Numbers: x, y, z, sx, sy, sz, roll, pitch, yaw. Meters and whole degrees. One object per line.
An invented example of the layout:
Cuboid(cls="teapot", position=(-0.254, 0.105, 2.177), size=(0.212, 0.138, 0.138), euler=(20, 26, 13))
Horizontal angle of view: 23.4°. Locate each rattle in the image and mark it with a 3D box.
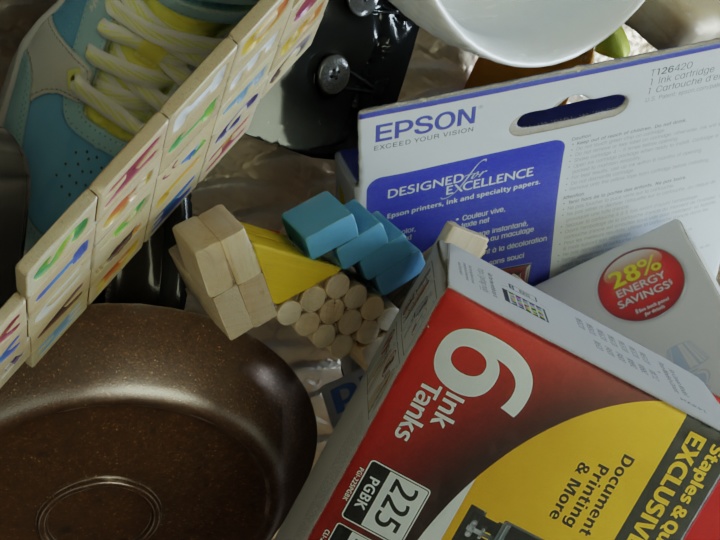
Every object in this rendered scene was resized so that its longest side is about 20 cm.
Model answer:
Cuboid(cls="rattle", position=(0.155, -0.127, 0.884), size=(0.200, 0.130, 0.144), euler=(-32, 141, -53))

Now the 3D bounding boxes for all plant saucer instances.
Cuboid(cls="plant saucer", position=(-0.114, 0.096, 0.748), size=(0.199, 0.035, 0.201), euler=(-8, 137, -8))

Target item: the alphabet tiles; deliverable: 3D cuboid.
Cuboid(cls="alphabet tiles", position=(-0.074, -0.030, 0.617), size=(0.006, 0.166, 0.200), euler=(40, 73, 1))

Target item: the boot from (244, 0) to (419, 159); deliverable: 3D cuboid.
Cuboid(cls="boot", position=(-0.027, -0.155, 0.749), size=(0.164, 0.066, 0.201), euler=(14, 105, -37))

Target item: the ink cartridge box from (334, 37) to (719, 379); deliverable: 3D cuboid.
Cuboid(cls="ink cartridge box", position=(0.085, -0.032, 0.816), size=(0.196, 0.047, 0.201), euler=(-12, 138, -12))

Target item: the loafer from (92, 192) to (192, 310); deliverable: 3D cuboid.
Cuboid(cls="loafer", position=(-0.109, -0.041, 0.739), size=(0.071, 0.073, 0.202), euler=(4, 100, -15))

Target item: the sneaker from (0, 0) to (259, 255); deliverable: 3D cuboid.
Cuboid(cls="sneaker", position=(-0.075, -0.090, 0.632), size=(0.079, 0.131, 0.201), euler=(27, 89, -13))

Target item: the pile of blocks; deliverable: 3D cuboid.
Cuboid(cls="pile of blocks", position=(0.000, 0.000, 0.743), size=(0.199, 0.062, 0.082), euler=(23, 103, -40))

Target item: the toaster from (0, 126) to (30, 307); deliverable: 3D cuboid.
Cuboid(cls="toaster", position=(-0.199, -0.017, 0.596), size=(0.129, 0.198, 0.115), euler=(-14, 113, -76))

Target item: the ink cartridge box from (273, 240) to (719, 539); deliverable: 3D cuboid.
Cuboid(cls="ink cartridge box", position=(0.062, 0.120, 0.706), size=(0.175, 0.084, 0.201), euler=(27, 102, -6))

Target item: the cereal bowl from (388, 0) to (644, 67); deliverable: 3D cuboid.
Cuboid(cls="cereal bowl", position=(0.059, -0.188, 0.703), size=(0.199, 0.083, 0.202), euler=(-23, 125, -38))

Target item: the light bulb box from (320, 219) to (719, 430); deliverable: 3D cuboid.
Cuboid(cls="light bulb box", position=(0.113, 0.114, 0.855), size=(0.197, 0.125, 0.200), euler=(-25, 138, 7))
